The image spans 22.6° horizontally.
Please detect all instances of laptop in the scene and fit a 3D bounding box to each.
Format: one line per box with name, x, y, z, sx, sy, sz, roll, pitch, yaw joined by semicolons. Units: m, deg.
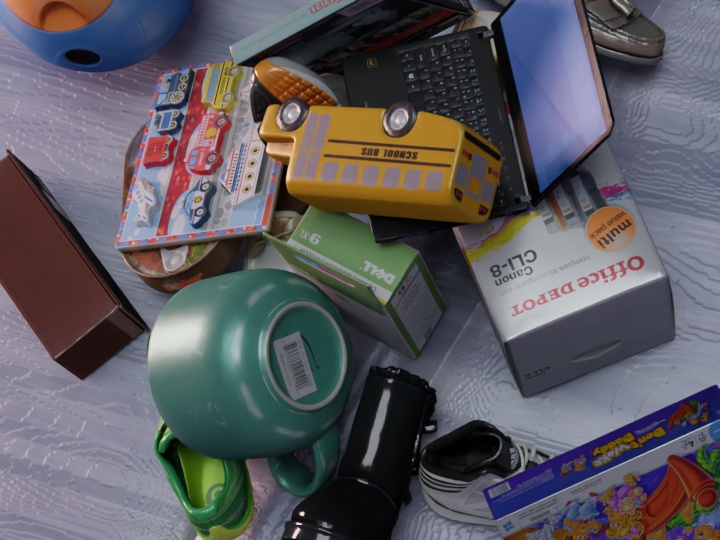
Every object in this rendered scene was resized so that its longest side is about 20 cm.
laptop;0.086;-0.139;1.413;0.199;0.103;0.178;-12;63;4

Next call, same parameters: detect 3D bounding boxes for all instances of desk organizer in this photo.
desk organizer;-0.283;-0.005;1.621;0.077;0.072;0.200;-39;66;-1

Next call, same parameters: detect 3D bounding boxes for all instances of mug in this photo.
mug;-0.068;0.082;1.467;0.114;0.185;0.153;-12;54;47

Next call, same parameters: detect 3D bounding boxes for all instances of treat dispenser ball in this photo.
treat dispenser ball;-0.245;-0.283;1.646;0.200;0.201;0.202;-4;69;11

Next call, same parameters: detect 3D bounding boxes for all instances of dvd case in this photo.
dvd case;-0.003;-0.205;1.534;0.145;0.200;0.022;-25;82;25

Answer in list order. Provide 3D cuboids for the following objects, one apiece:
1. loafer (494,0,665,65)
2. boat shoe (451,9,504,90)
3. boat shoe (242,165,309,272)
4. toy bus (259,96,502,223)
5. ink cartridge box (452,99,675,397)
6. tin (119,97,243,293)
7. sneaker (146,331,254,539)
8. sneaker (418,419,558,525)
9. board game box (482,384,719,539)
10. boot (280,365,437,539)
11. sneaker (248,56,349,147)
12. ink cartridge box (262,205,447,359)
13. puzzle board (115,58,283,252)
loafer;0.185;-0.248;1.598;0.199;0.072;0.063;29;123;23
boat shoe;0.076;-0.149;1.597;0.069;0.074;0.201;21;66;22
boat shoe;-0.072;-0.033;1.584;0.074;0.068;0.201;-2;69;12
toy bus;0.011;-0.086;1.401;0.199;0.065;0.079;6;78;37
ink cartridge box;0.157;-0.025;1.487;0.145;0.145;0.201;-22;66;3
tin;-0.156;-0.068;1.605;0.111;0.042;0.201;-19;50;21
sneaker;-0.138;0.130;1.529;0.074;0.084;0.201;-21;66;4
sneaker;0.140;0.172;1.432;0.199;0.115;0.076;5;71;12
board game box;0.213;0.191;1.400;0.199;0.135;0.045;-25;28;3
boot;0.006;0.155;1.431;0.073;0.198;0.163;16;80;15
sneaker;-0.039;-0.141;1.558;0.075;0.200;0.092;-29;55;17
ink cartridge box;0.000;0.000;1.483;0.104;0.200;0.059;28;80;20
puzzle board;-0.133;-0.110;1.589;0.150;0.017;0.201;-7;54;24
